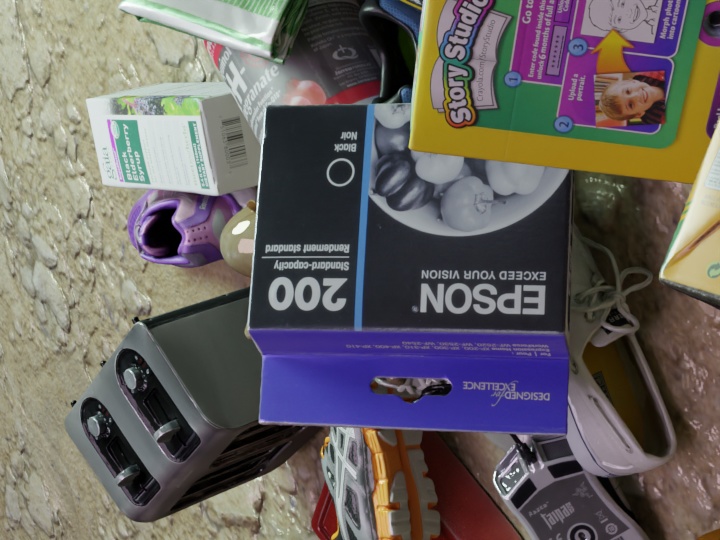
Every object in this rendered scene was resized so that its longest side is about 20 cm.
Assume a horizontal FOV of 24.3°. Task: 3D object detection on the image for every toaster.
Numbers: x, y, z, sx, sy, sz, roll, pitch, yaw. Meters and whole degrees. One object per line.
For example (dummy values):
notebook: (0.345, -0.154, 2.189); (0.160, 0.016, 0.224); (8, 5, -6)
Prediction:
toaster: (-0.116, 0.101, 1.365); (0.119, 0.200, 0.181); (59, 138, 15)

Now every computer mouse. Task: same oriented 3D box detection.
computer mouse: (0.127, 0.142, 1.103); (0.110, 0.044, 0.200); (-32, 96, 15)

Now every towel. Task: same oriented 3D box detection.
towel: (-0.076, -0.252, 1.143); (0.153, 0.023, 0.200); (21, 90, 31)

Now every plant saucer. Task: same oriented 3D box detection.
plant saucer: (0.031, 0.208, 1.324); (0.200, 0.037, 0.200); (50, 142, 30)

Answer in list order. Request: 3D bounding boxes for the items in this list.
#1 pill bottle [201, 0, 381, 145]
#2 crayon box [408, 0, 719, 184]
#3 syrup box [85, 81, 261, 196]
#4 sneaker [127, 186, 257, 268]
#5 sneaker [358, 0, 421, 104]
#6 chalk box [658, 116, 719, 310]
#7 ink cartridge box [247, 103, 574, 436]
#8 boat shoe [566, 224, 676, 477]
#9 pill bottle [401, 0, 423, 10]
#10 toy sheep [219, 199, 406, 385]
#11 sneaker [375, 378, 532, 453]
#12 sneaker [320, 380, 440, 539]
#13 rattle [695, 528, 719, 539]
pill bottle: (-0.047, -0.159, 1.189); (0.200, 0.111, 0.111); (60, 146, 18)
crayon box: (0.121, -0.152, 0.892); (0.058, 0.172, 0.200); (-81, -2, -57)
syrup box: (-0.144, -0.112, 1.384); (0.200, 0.081, 0.079); (8, 111, 53)
sneaker: (-0.162, -0.037, 1.442); (0.200, 0.088, 0.081); (1, 107, 57)
sneaker: (0.052, -0.095, 1.093); (0.079, 0.089, 0.200); (-29, 84, 57)
chalk box: (0.258, -0.009, 0.767); (0.125, 0.200, 0.124); (21, 90, 48)
ink cartridge box: (0.031, -0.003, 1.013); (0.198, 0.043, 0.200); (0, 80, 15)
boat shoe: (0.144, 0.032, 1.033); (0.086, 0.075, 0.202); (-18, 93, 58)
pill bottle: (0.050, -0.213, 1.008); (0.200, 0.112, 0.112); (31, 130, 36)
toy sheep: (0.000, 0.000, 1.110); (0.200, 0.138, 0.138); (16, 125, 13)
sneaker: (0.052, 0.071, 1.172); (0.200, 0.092, 0.076); (46, 140, 33)
sneaker: (0.004, 0.123, 1.243); (0.077, 0.078, 0.200); (-11, 79, 41)
rattle: (0.273, 0.240, 0.953); (0.200, 0.130, 0.143); (40, 155, 0)
